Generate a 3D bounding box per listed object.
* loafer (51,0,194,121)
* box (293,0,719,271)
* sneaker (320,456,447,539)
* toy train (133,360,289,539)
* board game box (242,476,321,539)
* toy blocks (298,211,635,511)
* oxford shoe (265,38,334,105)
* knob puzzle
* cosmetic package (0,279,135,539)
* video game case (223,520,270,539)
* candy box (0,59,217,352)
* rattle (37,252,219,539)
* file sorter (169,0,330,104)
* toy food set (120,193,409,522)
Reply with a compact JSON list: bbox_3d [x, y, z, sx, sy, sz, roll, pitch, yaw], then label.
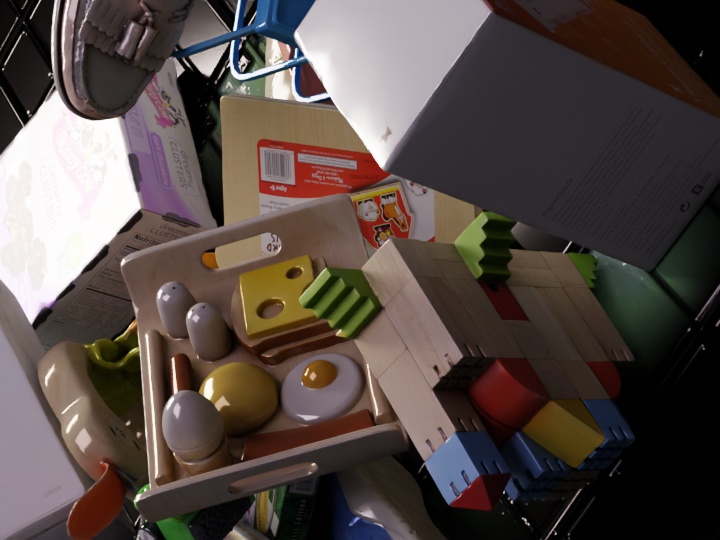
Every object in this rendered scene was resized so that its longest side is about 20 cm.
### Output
[{"bbox_3d":[-0.116,-0.179,1.138,0.063,0.072,0.201,13,85,51],"label":"loafer"},{"bbox_3d":[0.085,-0.095,1.060,0.098,0.199,0.125,-54,42,21],"label":"box"},{"bbox_3d":[-0.003,0.176,1.157,0.111,0.077,0.200,-51,48,11],"label":"sneaker"},{"bbox_3d":[-0.050,0.082,1.141,0.056,0.042,0.200,8,47,43],"label":"toy train"},{"bbox_3d":[-0.064,0.122,1.234,0.200,0.023,0.105,-127,51,-67],"label":"board game box"},{"bbox_3d":[0.080,0.056,1.037,0.100,0.199,0.137,-47,59,29],"label":"toy blocks"},{"bbox_3d":[-0.024,-0.088,1.315,0.074,0.070,0.201,122,147,-58],"label":"oxford shoe"},{"bbox_3d":[0.000,0.000,1.214,0.218,0.030,0.221,12,112,31],"label":"knob puzzle"},{"bbox_3d":[-0.254,0.102,1.330,0.122,0.200,0.200,-28,76,-6],"label":"cosmetic package"},{"bbox_3d":[-0.079,0.247,1.128,0.182,0.023,0.201,24,97,50],"label":"video game case"},{"bbox_3d":[-0.202,-0.041,1.491,0.200,0.071,0.169,-44,46,32],"label":"candy box"},{"bbox_3d":[-0.113,0.082,1.217,0.142,0.131,0.200,-25,11,-1],"label":"rattle"},{"bbox_3d":[0.002,-0.165,1.194,0.122,0.199,0.140,-9,69,53],"label":"file sorter"},{"bbox_3d":[-0.059,0.042,1.114,0.142,0.061,0.201,-16,41,4],"label":"toy food set"}]
